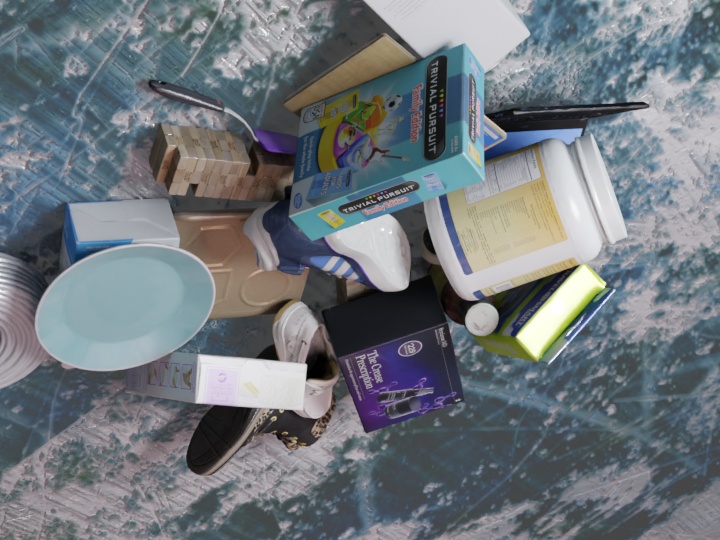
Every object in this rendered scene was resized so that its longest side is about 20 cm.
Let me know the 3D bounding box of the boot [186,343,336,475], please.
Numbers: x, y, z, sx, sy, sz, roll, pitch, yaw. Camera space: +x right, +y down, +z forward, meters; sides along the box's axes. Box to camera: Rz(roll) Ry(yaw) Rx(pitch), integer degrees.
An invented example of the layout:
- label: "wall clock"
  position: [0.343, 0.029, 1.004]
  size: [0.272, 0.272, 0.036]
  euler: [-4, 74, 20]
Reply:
- label: "boot"
  position: [-0.126, 0.204, 1.713]
  size: [0.200, 0.073, 0.151]
  euler: [-54, 142, -4]

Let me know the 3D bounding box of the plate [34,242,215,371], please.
- label: "plate"
  position: [-0.256, 0.035, 1.412]
  size: [0.199, 0.026, 0.201]
  euler: [-15, 141, -12]

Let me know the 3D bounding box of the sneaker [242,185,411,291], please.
- label: "sneaker"
  position: [-0.043, -0.028, 1.447]
  size: [0.146, 0.081, 0.200]
  euler: [-3, 162, 28]

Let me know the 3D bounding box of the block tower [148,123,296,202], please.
- label: "block tower"
  position: [-0.123, -0.112, 1.401]
  size: [0.199, 0.054, 0.058]
  euler: [2, 135, -28]

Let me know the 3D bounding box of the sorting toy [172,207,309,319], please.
- label: "sorting toy"
  position: [-0.145, -0.011, 1.523]
  size: [0.184, 0.037, 0.201]
  euler: [-4, 141, -23]

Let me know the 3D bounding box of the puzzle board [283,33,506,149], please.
- label: "puzzle board"
  position: [0.039, -0.166, 1.398]
  size: [0.150, 0.017, 0.200]
  euler: [-28, 134, 35]

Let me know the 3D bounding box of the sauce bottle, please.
- label: "sauce bottle"
  position: [0.125, 0.032, 1.577]
  size: [0.065, 0.200, 0.067]
  euler: [-1, 106, -5]

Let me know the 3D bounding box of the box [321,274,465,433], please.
- label: "box"
  position: [0.045, 0.107, 1.606]
  size: [0.140, 0.079, 0.200]
  euler: [-20, 145, -1]

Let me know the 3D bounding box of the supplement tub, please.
- label: "supplement tub"
  position: [0.184, -0.062, 1.451]
  size: [0.199, 0.145, 0.145]
  euler: [-19, 142, 14]

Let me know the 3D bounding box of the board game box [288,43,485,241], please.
- label: "board game box"
  position: [0.027, -0.129, 1.307]
  size: [0.199, 0.152, 0.047]
  euler: [-19, 137, 26]

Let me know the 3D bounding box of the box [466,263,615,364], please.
- label: "box"
  position: [0.207, 0.046, 1.524]
  size: [0.048, 0.200, 0.122]
  euler: [45, 81, -11]

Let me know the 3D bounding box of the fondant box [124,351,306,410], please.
- label: "fondant box"
  position: [-0.176, 0.129, 1.547]
  size: [0.143, 0.059, 0.200]
  euler: [8, 174, -33]

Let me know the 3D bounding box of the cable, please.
- label: "cable"
  position: [-0.434, 0.059, 1.420]
  size: [0.199, 0.069, 0.201]
  euler: [-13, 139, -14]

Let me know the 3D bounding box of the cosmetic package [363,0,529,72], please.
- label: "cosmetic package"
  position: [0.075, -0.277, 1.306]
  size: [0.101, 0.074, 0.200]
  euler: [-37, 141, 15]

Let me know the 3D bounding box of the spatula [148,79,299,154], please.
- label: "spatula"
  position: [-0.134, -0.159, 1.355]
  size: [0.199, 0.057, 0.021]
  euler: [23, 108, -34]

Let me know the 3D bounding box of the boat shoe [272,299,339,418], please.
- label: "boat shoe"
  position: [-0.060, 0.126, 1.621]
  size: [0.071, 0.069, 0.201]
  euler: [-43, 144, -26]

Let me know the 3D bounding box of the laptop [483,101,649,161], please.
- label: "laptop"
  position: [0.209, -0.132, 1.505]
  size: [0.176, 0.200, 0.104]
  euler: [-6, 93, -22]

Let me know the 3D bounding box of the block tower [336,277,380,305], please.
- label: "block tower"
  position: [0.000, 0.000, 1.577]
  size: [0.057, 0.054, 0.201]
  euler: [-16, 140, -9]

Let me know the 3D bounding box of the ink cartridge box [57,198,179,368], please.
- label: "ink cartridge box"
  position: [-0.278, 0.016, 1.454]
  size: [0.115, 0.068, 0.201]
  euler: [-3, 136, -24]

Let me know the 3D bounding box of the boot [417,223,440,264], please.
- label: "boot"
  position: [0.166, -0.034, 1.618]
  size: [0.199, 0.073, 0.144]
  euler: [-16, 160, -6]
